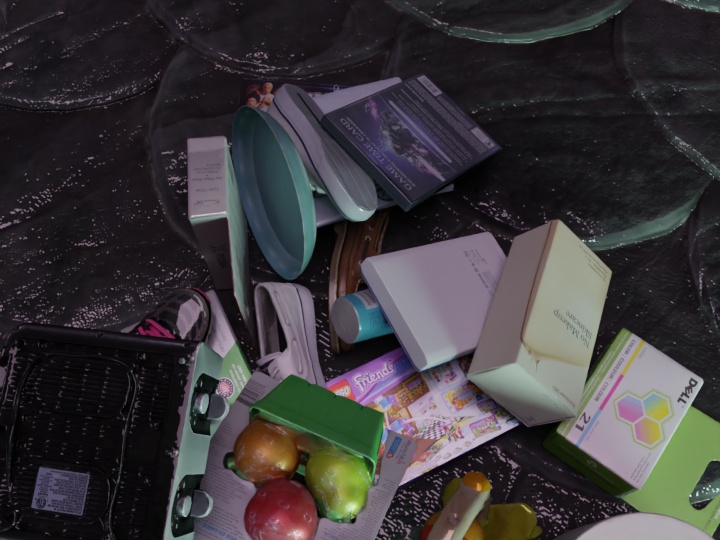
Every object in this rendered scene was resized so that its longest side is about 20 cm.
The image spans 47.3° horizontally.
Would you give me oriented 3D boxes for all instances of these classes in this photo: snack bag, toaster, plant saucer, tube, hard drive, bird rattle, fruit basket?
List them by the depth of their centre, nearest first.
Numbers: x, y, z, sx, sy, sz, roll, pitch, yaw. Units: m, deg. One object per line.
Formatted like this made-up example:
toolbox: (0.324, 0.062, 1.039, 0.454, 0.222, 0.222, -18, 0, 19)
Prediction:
toaster: (-0.221, 0.145, 0.689, 0.200, 0.119, 0.181, 5, 76, 9)
fruit basket: (-0.065, 0.206, 0.772, 0.185, 0.094, 0.200, 20, 56, 12)
bird rattle: (0.081, 0.279, 0.807, 0.113, 0.163, 0.200, 31, 60, 30)
hard drive: (0.107, 0.028, 0.920, 0.200, 0.025, 0.132, -13, 65, -40)
plant saucer: (-0.095, -0.088, 0.925, 0.027, 0.200, 0.200, -18, 69, -22)
tube: (0.061, 0.034, 0.930, 0.200, 0.050, 0.078, -13, 72, -36)
snack bag: (-0.009, -0.147, 0.995, 0.200, 0.021, 0.189, -17, 63, -11)

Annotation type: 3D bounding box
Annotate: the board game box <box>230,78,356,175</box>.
board game box: (-0.058, -0.172, 1.044, 0.200, 0.035, 0.136, 4, 67, 0)

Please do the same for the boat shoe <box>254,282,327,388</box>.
boat shoe: (-0.085, 0.107, 0.900, 0.065, 0.074, 0.200, 10, 57, -39)

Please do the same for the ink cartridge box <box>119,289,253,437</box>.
ink cartridge box: (-0.218, 0.132, 0.890, 0.200, 0.083, 0.147, -25, 70, -10)

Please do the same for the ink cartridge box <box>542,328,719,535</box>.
ink cartridge box: (0.325, 0.182, 0.889, 0.200, 0.076, 0.148, 34, 71, 13)

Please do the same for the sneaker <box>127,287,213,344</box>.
sneaker: (-0.223, 0.091, 0.814, 0.074, 0.087, 0.200, 38, 73, 14)

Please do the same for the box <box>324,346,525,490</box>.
box: (0.071, 0.150, 0.914, 0.200, 0.039, 0.137, -24, 70, -11)

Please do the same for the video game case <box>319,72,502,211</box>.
video game case: (0.065, -0.158, 0.967, 0.143, 0.019, 0.200, 47, 47, 11)

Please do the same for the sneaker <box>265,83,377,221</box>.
sneaker: (-0.049, -0.121, 0.931, 0.073, 0.071, 0.200, 4, 46, -46)

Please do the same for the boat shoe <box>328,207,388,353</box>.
boat shoe: (0.000, 0.000, 0.956, 0.068, 0.072, 0.200, 3, 68, 1)

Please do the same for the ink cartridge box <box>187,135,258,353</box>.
ink cartridge box: (-0.148, -0.019, 0.890, 0.045, 0.200, 0.176, -6, 68, -3)

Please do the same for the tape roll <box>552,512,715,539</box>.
tape roll: (0.259, 0.342, 0.789, 0.202, 0.139, 0.203, 1, 68, -2)

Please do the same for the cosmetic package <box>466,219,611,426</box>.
cosmetic package: (0.199, 0.055, 0.896, 0.104, 0.073, 0.200, 39, 53, -21)
